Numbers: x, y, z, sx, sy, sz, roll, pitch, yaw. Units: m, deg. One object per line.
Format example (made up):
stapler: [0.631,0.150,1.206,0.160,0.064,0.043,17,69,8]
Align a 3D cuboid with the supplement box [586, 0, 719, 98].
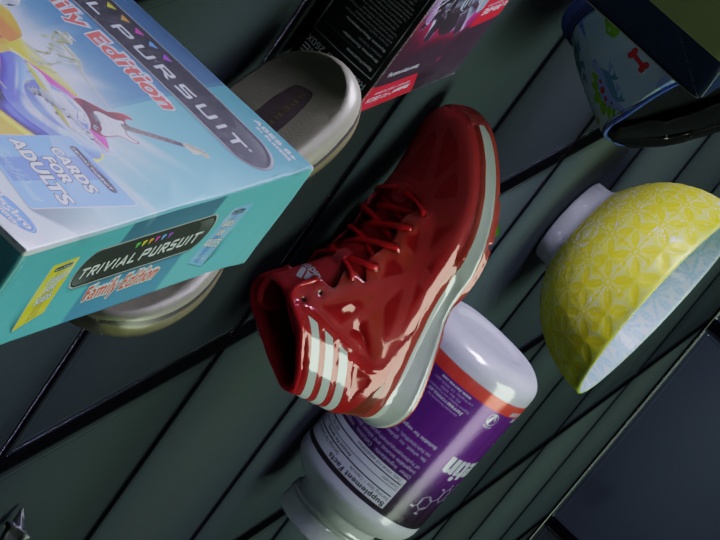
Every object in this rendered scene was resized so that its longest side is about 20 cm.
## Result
supplement box: [0.148,-0.220,1.191,0.134,0.200,0.200,-31,160,-52]

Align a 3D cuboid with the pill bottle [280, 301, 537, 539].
pill bottle: [0.032,0.122,2.163,0.200,0.112,0.112,-49,168,13]

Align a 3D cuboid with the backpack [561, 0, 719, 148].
backpack: [0.221,-0.163,1.748,0.199,0.148,0.183,-24,169,8]

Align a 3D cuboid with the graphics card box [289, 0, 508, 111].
graphics card box: [0.058,-0.171,1.413,0.200,0.051,0.125,-54,167,27]

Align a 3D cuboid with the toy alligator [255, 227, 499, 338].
toy alligator: [0.000,0.000,1.796,0.199,0.060,0.054,-24,-164,-34]

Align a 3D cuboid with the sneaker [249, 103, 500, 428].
sneaker: [0.007,-0.010,1.710,0.115,0.078,0.201,15,90,-41]

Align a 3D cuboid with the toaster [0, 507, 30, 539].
toaster: [-0.205,0.279,1.672,0.200,0.181,0.119,-43,171,-12]

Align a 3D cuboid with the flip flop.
flip flop: [-0.073,-0.045,1.317,0.200,0.081,0.058,-42,151,-29]

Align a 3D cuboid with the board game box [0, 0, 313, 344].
board game box: [-0.119,-0.054,0.908,0.047,0.151,0.200,-52,168,22]

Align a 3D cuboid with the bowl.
bowl: [0.208,-0.007,2.380,0.200,0.108,0.200,-45,169,-12]
